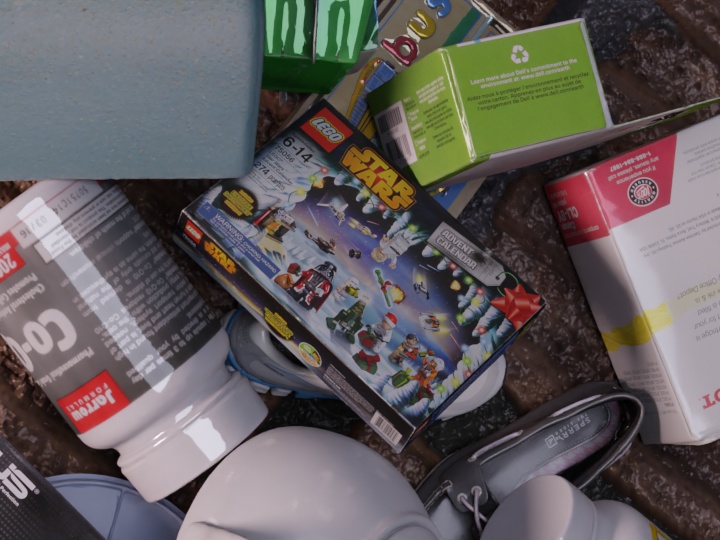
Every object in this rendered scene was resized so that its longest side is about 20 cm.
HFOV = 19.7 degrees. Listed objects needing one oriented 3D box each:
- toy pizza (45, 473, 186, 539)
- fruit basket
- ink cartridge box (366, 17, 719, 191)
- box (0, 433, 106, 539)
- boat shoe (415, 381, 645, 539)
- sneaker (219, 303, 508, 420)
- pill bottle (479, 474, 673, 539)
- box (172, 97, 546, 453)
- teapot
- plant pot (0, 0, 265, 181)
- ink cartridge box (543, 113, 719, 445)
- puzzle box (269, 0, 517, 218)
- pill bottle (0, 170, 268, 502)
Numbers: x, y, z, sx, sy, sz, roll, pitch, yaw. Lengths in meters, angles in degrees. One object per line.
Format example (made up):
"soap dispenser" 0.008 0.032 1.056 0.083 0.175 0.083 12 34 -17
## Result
"toy pizza" -0.178 0.228 1.300 0.200 0.032 0.201 2 83 -17
"fruit basket" -0.028 -0.216 1.315 0.093 0.185 0.201 10 81 -9
"ink cartridge box" 0.124 -0.114 1.348 0.199 0.148 0.076 -15 88 -20
"box" -0.237 0.206 1.218 0.200 0.048 0.193 46 59 -3
"boat shoe" 0.107 0.136 1.390 0.200 0.057 0.067 -34 95 -18
"sneaker" 0.009 0.059 1.352 0.199 0.087 0.075 6 81 -19
"pill bottle" 0.173 0.222 1.355 0.200 0.112 0.113 40 74 -23
"box" 0.000 0.000 1.305 0.200 0.040 0.137 42 57 9
"teapot" -0.015 0.194 1.258 0.200 0.146 0.198 -36 130 -44
"plant pot" -0.157 -0.191 1.222 0.196 0.200 0.196 -2 50 -18
"ink cartridge box" 0.235 0.005 1.432 0.145 0.083 0.201 -22 91 -20
"puzzle box" 0.032 -0.102 1.407 0.133 0.025 0.200 39 74 -10
"pill bottle" -0.154 0.037 1.284 0.114 0.114 0.200 -38 96 -18
